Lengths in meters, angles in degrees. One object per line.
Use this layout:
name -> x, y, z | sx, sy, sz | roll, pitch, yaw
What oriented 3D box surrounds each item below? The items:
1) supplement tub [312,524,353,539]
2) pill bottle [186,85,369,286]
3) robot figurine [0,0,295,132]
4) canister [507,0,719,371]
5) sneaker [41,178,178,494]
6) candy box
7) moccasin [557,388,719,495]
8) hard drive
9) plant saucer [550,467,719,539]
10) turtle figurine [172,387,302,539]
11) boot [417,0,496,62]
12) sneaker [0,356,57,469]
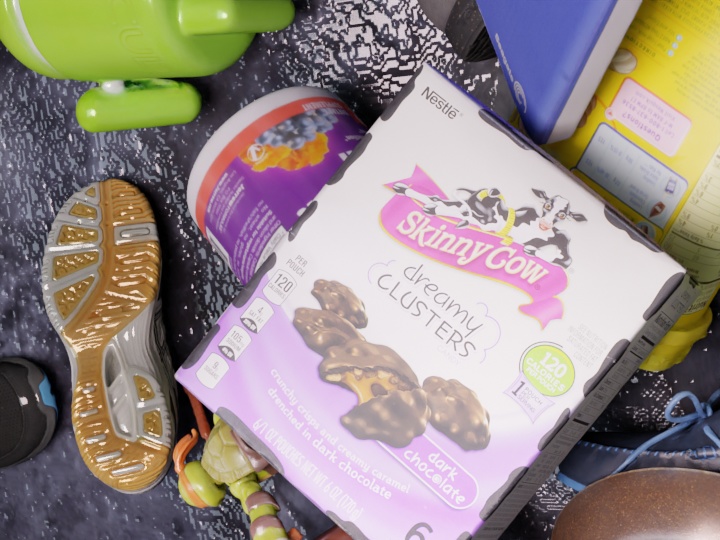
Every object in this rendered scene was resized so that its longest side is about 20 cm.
supplement tub -> 0.031, 0.241, 1.130 | 0.107, 0.107, 0.200 | -41, 78, 32
pill bottle -> 0.000, 0.000, 1.067 | 0.200, 0.111, 0.112 | 50, 123, 30
robot figurine -> -0.137, -0.170, 1.139 | 0.200, 0.116, 0.176 | 2, 100, 33
canister -> 0.151, -0.072, 0.994 | 0.148, 0.087, 0.200 | 39, 117, 22
sneaker -> -0.156, 0.045, 1.225 | 0.075, 0.088, 0.200 | -5, 75, 0
candy box -> 0.038, 0.029, 0.948 | 0.168, 0.072, 0.200 | 40, 95, 17
moccasin -> 0.203, 0.095, 1.013 | 0.200, 0.080, 0.068 | 5, 99, 17
hard drive -> 0.086, -0.155, 0.888 | 0.200, 0.025, 0.132 | 108, 145, -71
plant saucer -> 0.186, 0.185, 1.005 | 0.200, 0.035, 0.200 | 18, 136, 19
turtle figurine -> -0.054, 0.090, 1.145 | 0.161, 0.200, 0.064 | -36, 124, 13
boot -> 0.071, -0.221, 1.026 | 0.132, 0.070, 0.200 | 51, 118, 20
sneaker -> -0.291, 0.112, 1.322 | 0.200, 0.082, 0.073 | -18, 89, 33
